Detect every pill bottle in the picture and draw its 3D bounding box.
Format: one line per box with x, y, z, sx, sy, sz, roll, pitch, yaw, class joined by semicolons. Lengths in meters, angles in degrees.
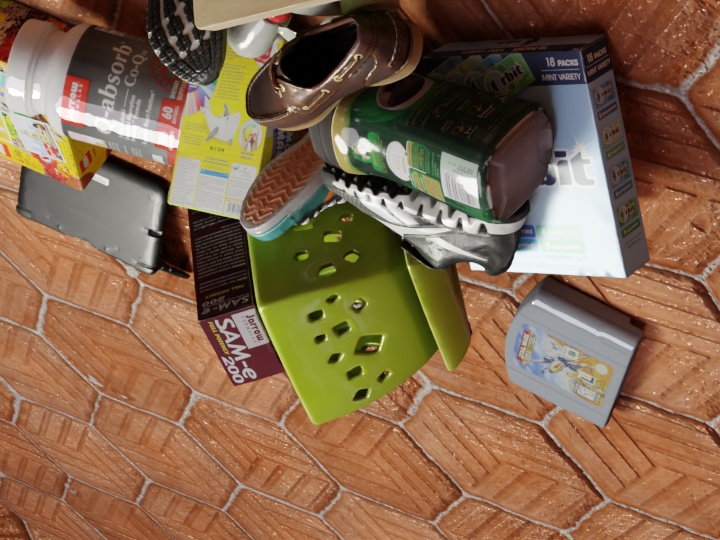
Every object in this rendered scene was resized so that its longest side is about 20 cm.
-0.245;-0.180;1.851;0.198;0.117;0.116;15;151;6;pill bottle

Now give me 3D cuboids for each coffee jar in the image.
0.055;-0.114;1.558;0.199;0.104;0.086;22;139;34;coffee jar

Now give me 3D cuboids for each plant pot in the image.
0.000;0.000;1.816;0.180;0.200;0.201;-16;138;7;plant pot

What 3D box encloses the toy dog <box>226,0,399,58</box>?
-0.023;-0.239;1.584;0.096;0.134;0.199;2;-177;-41;toy dog

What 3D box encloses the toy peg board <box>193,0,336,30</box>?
-0.040;-0.299;1.451;0.097;0.202;0.199;-2;179;-41;toy peg board

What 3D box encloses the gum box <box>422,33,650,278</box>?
0.150;-0.097;1.589;0.169;0.044;0.202;3;116;42;gum box

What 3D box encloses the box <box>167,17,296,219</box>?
-0.113;-0.151;1.750;0.117;0.202;0.048;13;-175;39;box

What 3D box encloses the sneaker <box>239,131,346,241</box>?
-0.026;-0.088;1.712;0.071;0.200;0.080;23;152;47;sneaker

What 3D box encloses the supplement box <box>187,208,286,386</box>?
-0.123;-0.001;1.821;0.060;0.201;0.109;-17;137;7;supplement box

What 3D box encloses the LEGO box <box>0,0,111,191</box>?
-0.362;-0.197;2.029;0.148;0.078;0.201;23;152;18;LEGO box

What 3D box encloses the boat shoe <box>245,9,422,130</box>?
-0.038;-0.167;1.514;0.070;0.071;0.199;1;164;-40;boat shoe

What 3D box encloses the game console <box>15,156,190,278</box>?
-0.300;-0.079;2.227;0.198;0.116;0.177;23;122;17;game console

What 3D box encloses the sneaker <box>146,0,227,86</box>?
-0.147;-0.241;1.666;0.076;0.201;0.088;-31;146;19;sneaker

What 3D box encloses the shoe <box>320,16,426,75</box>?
0.034;-0.157;1.679;0.053;0.070;0.201;-22;112;43;shoe

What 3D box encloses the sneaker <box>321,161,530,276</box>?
0.052;-0.044;1.619;0.198;0.067;0.091;17;129;22;sneaker

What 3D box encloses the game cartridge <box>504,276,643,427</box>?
0.216;0.086;1.929;0.132;0.042;0.201;23;152;10;game cartridge
